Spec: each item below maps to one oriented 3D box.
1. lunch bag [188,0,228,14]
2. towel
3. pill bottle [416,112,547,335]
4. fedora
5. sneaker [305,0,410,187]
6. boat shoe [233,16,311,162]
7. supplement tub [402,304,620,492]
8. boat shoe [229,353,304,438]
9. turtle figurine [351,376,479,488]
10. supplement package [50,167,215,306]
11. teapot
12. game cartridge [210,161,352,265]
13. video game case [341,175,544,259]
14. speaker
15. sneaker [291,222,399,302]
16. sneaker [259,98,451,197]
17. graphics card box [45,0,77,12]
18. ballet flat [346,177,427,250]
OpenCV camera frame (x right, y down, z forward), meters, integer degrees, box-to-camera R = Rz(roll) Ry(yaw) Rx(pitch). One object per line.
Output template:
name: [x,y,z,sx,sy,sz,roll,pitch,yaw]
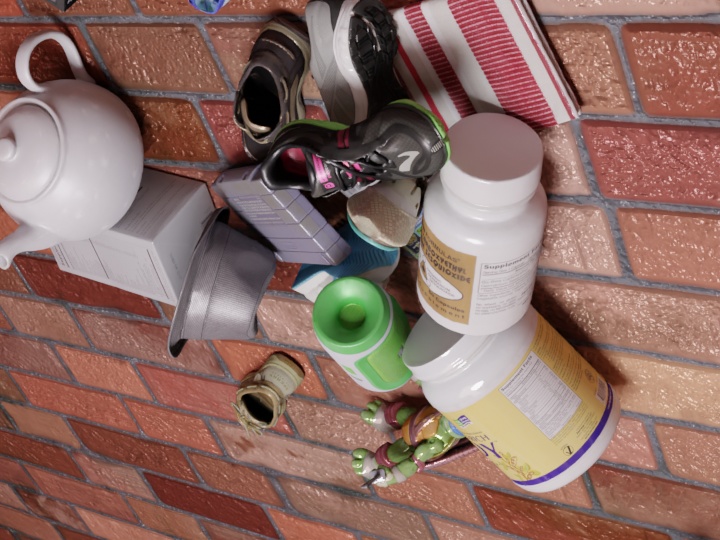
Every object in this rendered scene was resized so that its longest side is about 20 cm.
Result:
lunch bag: [-0.090,-0.328,1.089,0.127,0.170,0.200,25,147,19]
towel: [0.091,-0.183,1.231,0.200,0.023,0.144,-4,128,45]
pill bottle: [0.113,-0.042,1.266,0.114,0.114,0.200,25,143,19]
fedora: [-0.148,0.021,1.541,0.090,0.178,0.200,17,-171,-3]
sneaker: [-0.005,-0.168,1.265,0.079,0.074,0.201,24,138,36]
boat shoe: [-0.100,-0.169,1.380,0.074,0.073,0.200,30,147,11]
supplement tub: [0.154,0.116,1.409,0.200,0.146,0.145,43,147,-18]
boat shoe: [-0.136,0.175,1.843,0.073,0.063,0.200,36,147,2]
turtle figurine: [0.033,0.180,1.622,0.194,0.199,0.144,-34,71,60]
supplement package: [-0.280,-0.052,1.659,0.199,0.110,0.114,16,141,29]
teapot: [-0.351,-0.133,1.537,0.197,0.146,0.200,-41,67,20]
game cartridge: [-0.090,-0.062,1.487,0.130,0.038,0.200,52,165,-15]
video game case: [0.076,-0.058,1.401,0.200,0.018,0.143,42,146,-5]
speaker: [0.008,0.070,1.436,0.088,0.089,0.200,25,170,19]
sneaker: [0.000,0.000,1.492,0.081,0.077,0.200,31,161,-17]
sneaker: [-0.006,-0.096,1.200,0.199,0.084,0.077,-7,122,39]
graphics card box: [-0.331,-0.370,1.378,0.125,0.051,0.200,33,148,7]
ballet flat: [0.029,-0.067,1.267,0.067,0.062,0.200,32,-168,-1]
